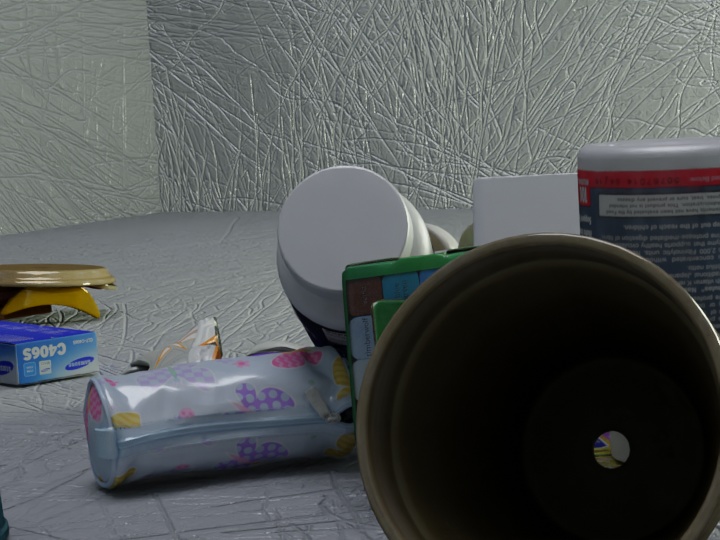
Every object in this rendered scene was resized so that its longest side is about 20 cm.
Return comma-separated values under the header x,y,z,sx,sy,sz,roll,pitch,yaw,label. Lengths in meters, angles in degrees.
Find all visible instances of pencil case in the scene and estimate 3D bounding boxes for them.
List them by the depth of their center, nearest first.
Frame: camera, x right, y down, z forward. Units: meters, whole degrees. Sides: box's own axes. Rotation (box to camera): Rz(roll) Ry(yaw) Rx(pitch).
x,y,z,sx,sy,sz,roll,pitch,yaw,label
-0.101,0.108,1.453,0.200,0.083,0.091,-5,25,-20,pencil case

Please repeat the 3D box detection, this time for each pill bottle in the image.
x,y,z,sx,sy,sz,roll,pitch,yaw,label
0.199,0.018,1.263,0.120,0.200,0.120,-3,5,0,pill bottle
0.000,0.000,1.486,0.116,0.116,0.200,-3,-18,6,pill bottle

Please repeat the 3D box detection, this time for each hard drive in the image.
x,y,z,sx,sy,sz,roll,pitch,yaw,label
0.154,0.025,1.541,0.132,0.200,0.025,-2,-14,11,hard drive

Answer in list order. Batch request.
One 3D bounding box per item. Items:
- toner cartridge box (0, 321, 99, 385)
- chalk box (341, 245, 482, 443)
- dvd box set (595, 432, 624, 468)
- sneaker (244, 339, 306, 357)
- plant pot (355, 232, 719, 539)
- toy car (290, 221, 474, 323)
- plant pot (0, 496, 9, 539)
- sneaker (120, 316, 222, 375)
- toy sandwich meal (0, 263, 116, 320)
x,y,z,sx,sy,sz,roll,pitch,yaw,label
-0.359,0.082,2.035,0.095,0.043,0.200,-9,8,-38,toner cartridge box
0.070,0.052,1.331,0.124,0.125,0.200,-7,-5,28,chalk box
0.126,0.134,1.300,0.200,0.029,0.146,-3,6,-5,dvd box set
-0.022,0.100,1.595,0.200,0.070,0.100,-3,14,25,sneaker
0.119,0.093,1.093,0.200,0.200,0.174,-1,-11,20,plant pot
0.050,0.039,1.698,0.175,0.150,0.200,-13,7,-42,toy car
-0.334,0.087,1.276,0.200,0.188,0.200,-4,6,0,plant pot
-0.164,0.088,1.743,0.092,0.076,0.200,-8,5,-3,sneaker
-0.403,0.031,2.477,0.205,0.070,0.205,1,3,0,toy sandwich meal
